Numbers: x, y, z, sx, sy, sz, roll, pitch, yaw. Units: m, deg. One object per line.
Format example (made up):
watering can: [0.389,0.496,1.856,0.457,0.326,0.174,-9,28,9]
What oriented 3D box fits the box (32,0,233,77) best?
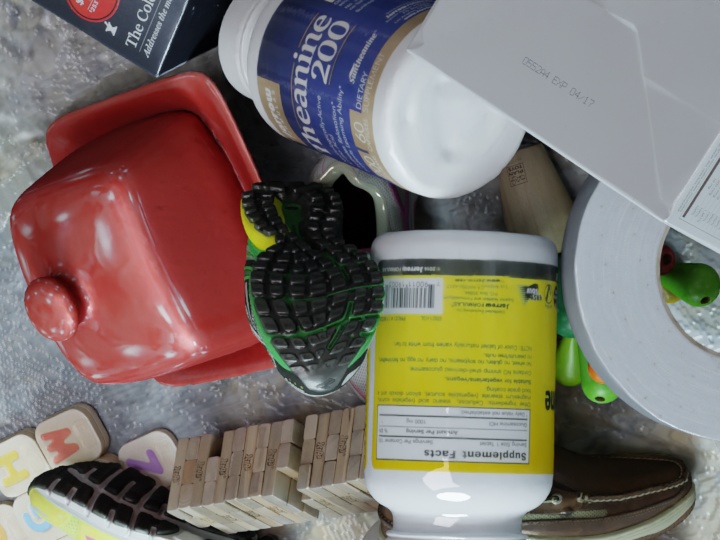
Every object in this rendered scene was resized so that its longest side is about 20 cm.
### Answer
box: [-0.143,-0.256,1.718,0.182,0.104,0.200,32,118,13]

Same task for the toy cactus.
toy cactus: [0.116,0.007,1.710,0.200,0.102,0.165,-19,90,37]

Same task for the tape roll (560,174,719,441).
tape roll: [0.218,-0.001,1.610,0.200,0.066,0.201,0,91,-3]

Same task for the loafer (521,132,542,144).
loafer: [0.126,-0.166,1.648,0.072,0.073,0.201,13,114,15]

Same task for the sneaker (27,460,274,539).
sneaker: [-0.142,0.201,1.885,0.200,0.078,0.090,27,114,9]

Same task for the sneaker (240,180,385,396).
sneaker: [-0.029,0.022,1.635,0.078,0.200,0.085,-2,116,-5]

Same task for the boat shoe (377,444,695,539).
boat shoe: [0.110,0.135,1.715,0.202,0.075,0.075,-11,115,-11]

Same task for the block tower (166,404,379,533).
block tower: [-0.031,0.129,1.809,0.200,0.054,0.058,-10,62,36]

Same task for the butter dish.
butter dish: [-0.151,-0.002,1.769,0.199,0.148,0.200,-14,103,50]

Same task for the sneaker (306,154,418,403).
sneaker: [0.000,0.000,1.753,0.081,0.088,0.201,-2,107,25]

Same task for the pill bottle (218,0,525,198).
pill bottle: [0.002,-0.119,1.661,0.200,0.111,0.111,25,122,50]

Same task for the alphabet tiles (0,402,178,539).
alphabet tiles: [-0.182,0.196,1.950,0.195,0.015,0.200,-25,97,30]

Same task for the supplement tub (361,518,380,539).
supplement tub: [0.095,0.235,1.763,0.199,0.140,0.141,9,111,22]

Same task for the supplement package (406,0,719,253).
supplement package: [0.157,-0.125,1.491,0.200,0.111,0.156,37,98,35]

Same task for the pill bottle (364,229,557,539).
pill bottle: [0.059,0.079,1.632,0.112,0.112,0.201,1,87,25]
